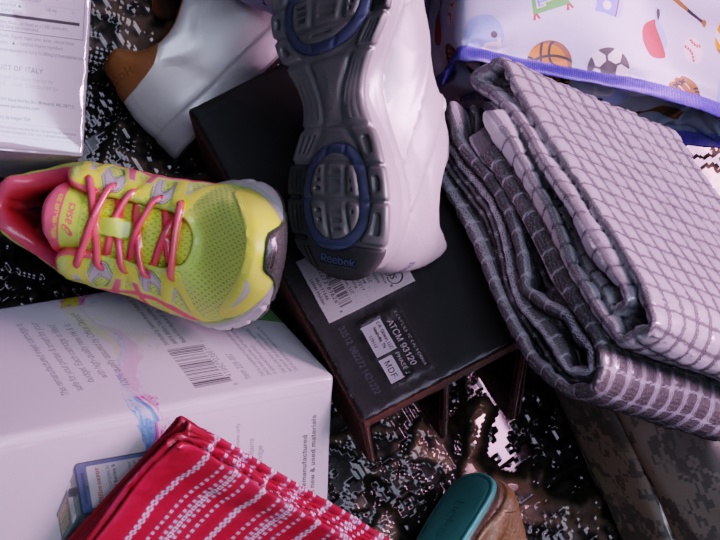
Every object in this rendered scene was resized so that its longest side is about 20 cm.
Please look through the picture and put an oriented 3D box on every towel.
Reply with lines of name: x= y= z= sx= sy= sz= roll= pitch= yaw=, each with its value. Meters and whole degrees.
towel: x=0.130 y=-0.005 z=1.209 sx=0.165 sy=0.086 sz=0.201 roll=17 pitch=34 yaw=-45
towel: x=-0.071 y=0.166 z=1.188 sx=0.145 sy=0.023 sz=0.200 roll=-47 pitch=130 yaw=10

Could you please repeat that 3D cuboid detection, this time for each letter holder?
letter holder: x=0.000 y=0.000 z=1.268 sx=0.100 sy=0.142 sz=0.201 roll=-27 pitch=69 yaw=-9

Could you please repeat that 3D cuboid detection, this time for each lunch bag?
lunch bag: x=0.141 y=-0.167 z=1.347 sx=0.198 sy=0.124 sz=0.172 roll=7 pitch=78 yaw=-12
lunch bag: x=0.222 y=0.091 z=1.340 sx=0.139 sy=0.168 sz=0.201 roll=-24 pitch=93 yaw=-22

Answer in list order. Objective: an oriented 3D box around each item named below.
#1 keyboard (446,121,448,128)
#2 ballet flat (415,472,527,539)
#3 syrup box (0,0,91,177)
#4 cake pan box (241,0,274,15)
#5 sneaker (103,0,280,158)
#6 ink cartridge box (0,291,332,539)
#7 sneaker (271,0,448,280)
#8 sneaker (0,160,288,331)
keyboard: x=0.069 y=-0.133 z=1.390 sx=0.126 sy=0.021 sz=0.202 roll=1 pitch=84 yaw=-20
ballet flat: x=0.031 y=0.206 z=1.316 sx=0.200 sy=0.068 sz=0.073 roll=-49 pitch=121 yaw=-23
syrup box: x=-0.191 y=-0.156 z=1.261 sx=0.081 sy=0.079 sz=0.202 roll=4 pitch=82 yaw=-20
cake pan box: x=-0.020 y=-0.229 z=1.275 sx=0.199 sy=0.052 sz=0.185 roll=31 pitch=77 yaw=29
sneaker: x=-0.064 y=-0.158 z=1.313 sx=0.085 sy=0.073 sz=0.200 roll=44 pitch=65 yaw=0
ink cartridge box: x=-0.132 y=0.078 z=1.210 sx=0.198 sy=0.145 sz=0.088 roll=-8 pitch=116 yaw=-23
sneaker: x=0.006 y=-0.093 z=1.172 sx=0.087 sy=0.074 sz=0.202 roll=10 pitch=80 yaw=-55
sneaker: x=-0.118 y=-0.017 z=1.194 sx=0.090 sy=0.199 sz=0.079 roll=11 pitch=87 yaw=-43
